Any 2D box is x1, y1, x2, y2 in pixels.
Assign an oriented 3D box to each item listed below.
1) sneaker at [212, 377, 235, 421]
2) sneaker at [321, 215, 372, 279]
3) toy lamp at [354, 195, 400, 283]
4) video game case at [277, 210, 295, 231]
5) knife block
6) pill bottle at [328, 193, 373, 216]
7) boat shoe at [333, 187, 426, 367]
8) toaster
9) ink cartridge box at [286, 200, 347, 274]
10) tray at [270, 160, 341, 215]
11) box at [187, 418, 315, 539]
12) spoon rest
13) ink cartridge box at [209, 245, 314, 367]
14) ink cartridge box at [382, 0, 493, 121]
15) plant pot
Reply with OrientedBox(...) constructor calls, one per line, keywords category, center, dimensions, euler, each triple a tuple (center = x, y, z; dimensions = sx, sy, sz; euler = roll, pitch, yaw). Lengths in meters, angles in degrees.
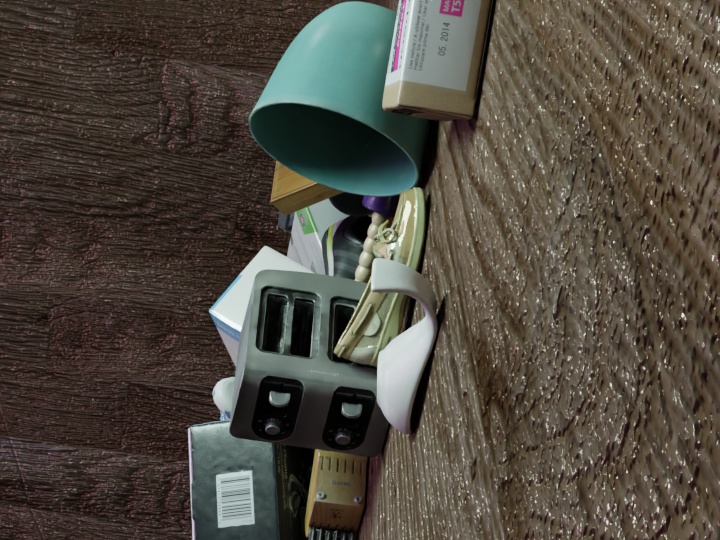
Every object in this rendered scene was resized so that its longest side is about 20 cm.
OrientedBox(category="sneaker", center=(-0.171, 0.217, 1.844), dimensions=(0.200, 0.105, 0.076), euler=(41, -149, -50))
OrientedBox(category="sneaker", center=(0.000, 0.000, 1.711), dimensions=(0.083, 0.072, 0.201), euler=(-36, 51, 28))
OrientedBox(category="toy lamp", center=(0.013, -0.026, 1.610), dimensions=(0.058, 0.058, 0.201), euler=(-96, 23, -72))
OrientedBox(category="video game case", center=(-0.033, -0.166, 1.935), dimensions=(0.025, 0.180, 0.201), euler=(35, 126, 38))
OrientedBox(category="knife block", center=(-0.036, 0.300, 1.656), dimensions=(0.176, 0.064, 0.201), euler=(105, 172, -49))
OrientedBox(category="pill bottle", center=(-0.001, -0.161, 1.778), dimensions=(0.200, 0.111, 0.112), euler=(-89, 9, -56))
OrientedBox(category="boat shoe", center=(0.025, 0.005, 1.412), dimensions=(0.073, 0.063, 0.202), euler=(-97, 21, -78))
OrientedBox(category="toaster", center=(-0.049, 0.102, 1.505), dimensions=(0.201, 0.180, 0.119), euler=(-87, 10, -45))
OrientedBox(category="ink cartridge box", center=(-0.042, -0.011, 1.900), dimensions=(0.200, 0.084, 0.147), euler=(105, 147, -57))
OrientedBox(category="tray", center=(-0.022, -0.148, 1.657), dimensions=(0.037, 0.199, 0.099), euler=(42, -140, -39))
OrientedBox(category="box", center=(-0.136, 0.313, 1.730), dimensions=(0.197, 0.123, 0.201), euler=(53, -150, -68))
OrientedBox(category="spoon rest", center=(0.044, 0.073, 1.230), dimensions=(0.201, 0.060, 0.100), euler=(84, -172, -46))
OrientedBox(category="ink cartridge box", center=(-0.105, 0.090, 1.809), dimensions=(0.129, 0.125, 0.200), euler=(-50, -26, -22))
OrientedBox(category="ink cartridge box", center=(0.076, -0.244, 1.220), dimensions=(0.165, 0.075, 0.201), euler=(-122, 41, -85))
OrientedBox(category="plant pot", center=(-0.005, -0.202, 1.469), dimensions=(0.201, 0.200, 0.162), euler=(112, 179, -70))
